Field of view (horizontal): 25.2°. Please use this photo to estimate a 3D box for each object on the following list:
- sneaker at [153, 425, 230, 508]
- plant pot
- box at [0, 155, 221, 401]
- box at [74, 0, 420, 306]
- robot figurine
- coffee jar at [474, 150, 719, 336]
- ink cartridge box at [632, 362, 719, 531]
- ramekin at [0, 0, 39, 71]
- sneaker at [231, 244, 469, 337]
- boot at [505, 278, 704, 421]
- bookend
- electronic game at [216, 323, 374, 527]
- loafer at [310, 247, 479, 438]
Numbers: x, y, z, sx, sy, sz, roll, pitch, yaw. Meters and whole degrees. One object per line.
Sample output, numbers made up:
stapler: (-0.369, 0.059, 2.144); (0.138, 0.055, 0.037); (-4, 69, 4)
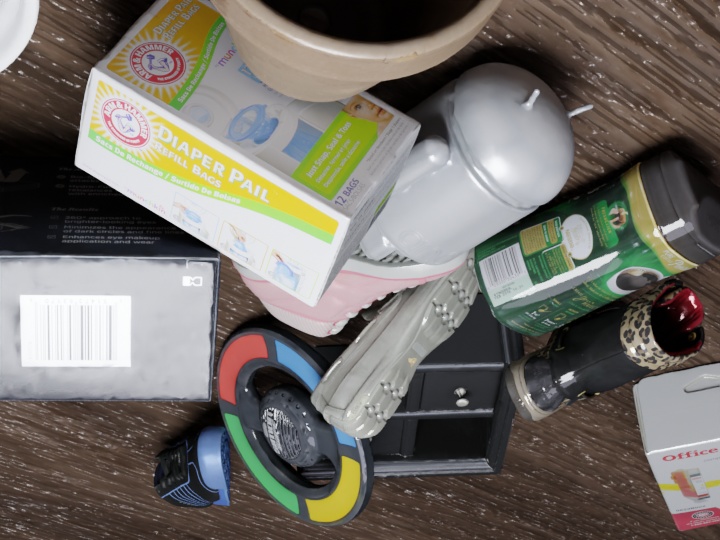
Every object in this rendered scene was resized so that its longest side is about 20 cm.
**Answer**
sneaker: (-0.168, 0.200, 1.596); (0.077, 0.070, 0.200); (0, 160, -5)
plant pot: (-0.016, -0.186, 0.988); (0.199, 0.201, 0.175); (3, 162, -12)
box: (-0.206, 0.002, 1.186); (0.196, 0.200, 0.118); (1, 114, -8)
box: (-0.080, -0.087, 1.095); (0.200, 0.113, 0.102); (31, 141, 6)
robot figurine: (0.078, -0.079, 1.199); (0.200, 0.113, 0.169); (-32, 168, 35)
coffee jar: (0.199, -0.022, 1.316); (0.199, 0.086, 0.104); (-25, 154, 25)
ink cartridge box: (0.369, 0.179, 1.642); (0.145, 0.084, 0.200); (-14, 145, 14)
ramekin: (-0.295, -0.204, 0.983); (0.199, 0.098, 0.201); (-3, 146, -2)
sneaker: (0.000, 0.000, 1.340); (0.199, 0.076, 0.105); (-4, 142, 13)
boot: (0.227, 0.057, 1.376); (0.150, 0.073, 0.200); (-28, 176, 37)
bookend: (0.041, 0.105, 1.486); (0.198, 0.092, 0.200); (-1, 145, -5)
electronic game: (-0.062, 0.142, 1.461); (0.042, 0.200, 0.200); (-29, 162, -37)
loafer: (0.032, 0.047, 1.359); (0.200, 0.070, 0.070); (-51, 145, -10)
